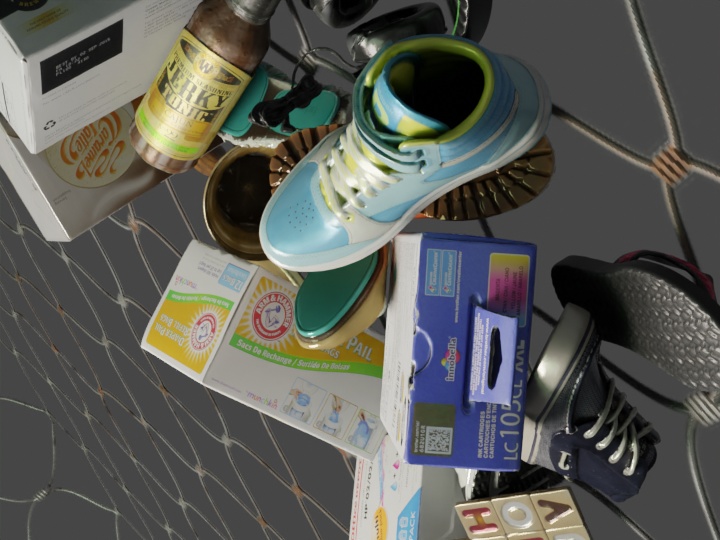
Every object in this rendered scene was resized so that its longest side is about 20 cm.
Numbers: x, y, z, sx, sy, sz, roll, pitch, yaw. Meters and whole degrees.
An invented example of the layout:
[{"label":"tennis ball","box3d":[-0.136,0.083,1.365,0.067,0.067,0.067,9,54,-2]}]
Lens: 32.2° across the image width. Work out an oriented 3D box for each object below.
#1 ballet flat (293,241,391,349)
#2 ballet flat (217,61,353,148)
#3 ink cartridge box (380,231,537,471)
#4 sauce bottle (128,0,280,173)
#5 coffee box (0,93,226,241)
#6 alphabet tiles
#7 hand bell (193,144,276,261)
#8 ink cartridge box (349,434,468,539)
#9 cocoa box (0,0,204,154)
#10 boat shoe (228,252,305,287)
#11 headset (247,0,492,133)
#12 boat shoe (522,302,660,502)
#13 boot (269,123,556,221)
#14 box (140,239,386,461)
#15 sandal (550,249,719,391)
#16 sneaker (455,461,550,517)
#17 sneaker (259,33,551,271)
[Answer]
[{"label":"ballet flat","box3d":[0.000,0.000,0.895,0.068,0.201,0.063,-17,124,23]},{"label":"ballet flat","box3d":[-0.057,-0.114,0.964,0.199,0.071,0.072,28,145,49]},{"label":"ink cartridge box","box3d":[0.059,0.047,0.786,0.200,0.075,0.138,-144,58,-87]},{"label":"sauce bottle","box3d":[-0.108,-0.158,0.923,0.065,0.064,0.200,48,130,13]},{"label":"coffee box","box3d":[-0.197,-0.124,1.036,0.079,0.199,0.115,3,124,62]},{"label":"alphabet tiles","box3d":[0.154,0.258,0.977,0.166,0.008,0.202,-15,110,32]},{"label":"hand bell","box3d":[-0.117,-0.088,1.110,0.200,0.103,0.105,39,155,61]},{"label":"ink cartridge box","box3d":[0.042,0.209,1.116,0.200,0.067,0.117,149,130,-66]},{"label":"cocoa box","box3d":[-0.198,-0.210,0.928,0.132,0.199,0.134,50,155,13]},{"label":"boat shoe","box3d":[-0.071,0.055,1.201,0.202,0.063,0.073,55,156,1]},{"label":"headset","box3d":[-0.003,-0.154,0.768,0.124,0.094,0.200,54,145,3]},{"label":"boat shoe","box3d":[0.153,0.090,0.802,0.092,0.075,0.200,26,162,13]},{"label":"boot","box3d":[0.049,-0.067,0.821,0.198,0.107,0.076,1,89,35]},{"label":"box","box3d":[-0.065,0.068,1.048,0.199,0.102,0.112,31,174,-37]},{"label":"sandal","box3d":[0.173,0.017,0.736,0.076,0.045,0.200,66,169,-14]},{"label":"sneaker","box3d":[0.095,0.119,0.989,0.080,0.073,0.202,43,153,57]},{"label":"sneaker","box3d":[0.005,-0.069,0.707,0.080,0.199,0.130,61,-163,14]}]
